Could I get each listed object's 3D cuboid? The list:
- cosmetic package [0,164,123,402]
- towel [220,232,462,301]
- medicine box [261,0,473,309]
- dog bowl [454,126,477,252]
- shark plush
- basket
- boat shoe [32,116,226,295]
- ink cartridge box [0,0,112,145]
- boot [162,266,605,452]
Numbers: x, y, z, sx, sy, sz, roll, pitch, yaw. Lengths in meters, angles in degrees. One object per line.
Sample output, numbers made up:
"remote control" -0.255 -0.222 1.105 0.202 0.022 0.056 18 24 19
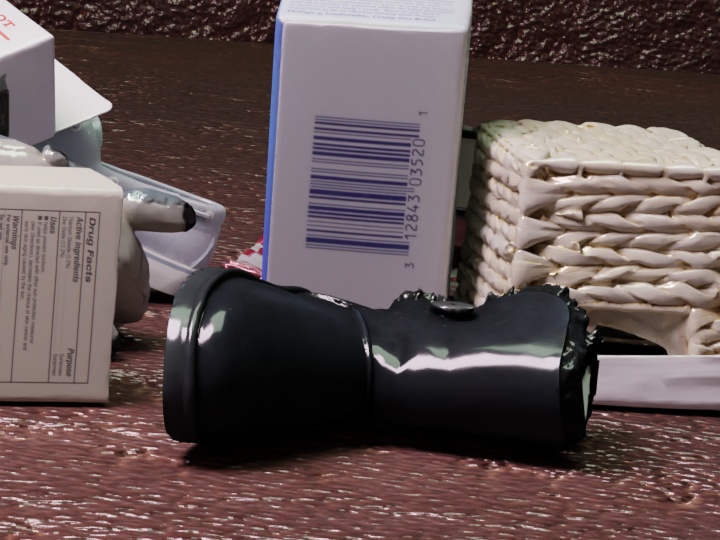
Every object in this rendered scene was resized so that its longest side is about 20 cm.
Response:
"cosmetic package" -0.215 0.003 1.260 0.199 0.104 0.073 3 10 -20
"towel" 0.000 0.000 1.660 0.143 0.023 0.200 7 9 6
"medicine box" 0.006 -0.079 1.522 0.102 0.183 0.200 5 22 1
"dog bowl" 0.043 -0.052 1.757 0.199 0.074 0.200 9 -2 0
"shark plush" -0.179 -0.024 1.380 0.199 0.091 0.083 28 -14 -35
"basket" 0.127 -0.008 1.446 0.135 0.124 0.200 3 10 -6
"boat shoe" -0.166 -0.056 1.543 0.200 0.072 0.070 28 1 -22
"ink cartridge box" -0.241 -0.104 1.461 0.199 0.068 0.116 -25 46 -33
"boot" 0.016 0.040 1.224 0.167 0.077 0.200 3 2 16
